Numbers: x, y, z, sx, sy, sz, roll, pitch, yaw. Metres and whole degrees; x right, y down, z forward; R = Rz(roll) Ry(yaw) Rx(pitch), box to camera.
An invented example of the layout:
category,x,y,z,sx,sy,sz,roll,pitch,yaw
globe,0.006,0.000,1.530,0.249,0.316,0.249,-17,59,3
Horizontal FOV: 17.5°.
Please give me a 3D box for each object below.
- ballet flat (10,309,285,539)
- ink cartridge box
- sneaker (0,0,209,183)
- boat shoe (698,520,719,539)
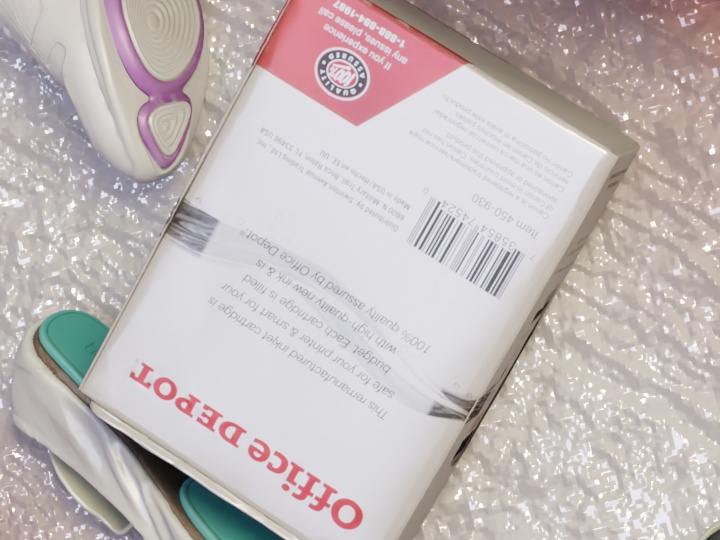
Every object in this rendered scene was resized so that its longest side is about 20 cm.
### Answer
category,x,y,z,sx,sy,sz,roll,pitch,yaw
ballet flat,-0.080,0.100,1.013,0.200,0.069,0.070,43,105,20
ink cartridge box,0.000,0.000,0.953,0.146,0.083,0.201,32,102,9
sneaker,-0.131,-0.124,1.028,0.099,0.075,0.201,-30,75,32
boat shoe,0.153,0.198,0.911,0.074,0.066,0.201,0,91,22
